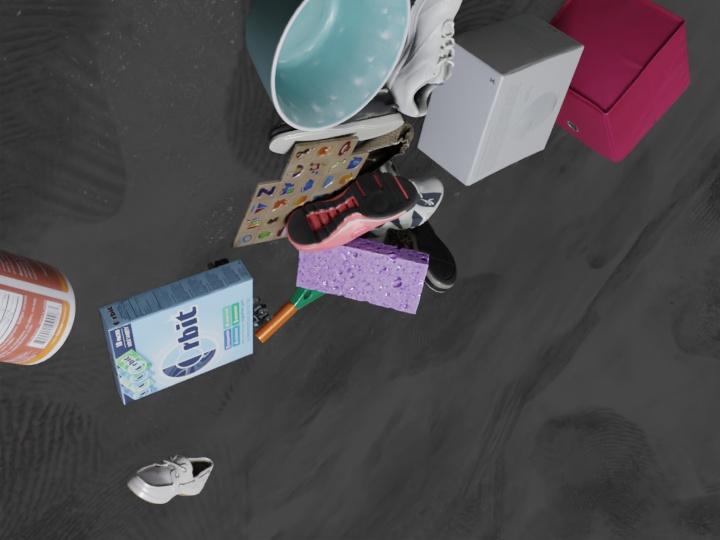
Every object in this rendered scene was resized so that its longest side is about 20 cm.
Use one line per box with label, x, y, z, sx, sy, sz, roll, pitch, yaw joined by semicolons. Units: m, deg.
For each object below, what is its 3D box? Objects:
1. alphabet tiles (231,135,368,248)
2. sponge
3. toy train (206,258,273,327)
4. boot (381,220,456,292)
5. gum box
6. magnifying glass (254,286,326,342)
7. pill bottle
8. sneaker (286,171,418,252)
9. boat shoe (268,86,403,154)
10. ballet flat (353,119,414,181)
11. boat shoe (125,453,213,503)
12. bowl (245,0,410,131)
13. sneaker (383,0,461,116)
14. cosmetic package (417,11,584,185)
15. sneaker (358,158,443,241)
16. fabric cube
alphabet tiles;-0.079;-0.108;1.133;0.167;0.008;0.200;-14;151;-36
sponge;0.000;0.000;1.277;0.030;0.199;0.112;-77;179;-45
toy train;-0.182;0.038;1.218;0.046;0.034;0.200;-34;151;-4
boot;0.077;0.004;1.381;0.073;0.204;0.154;13;124;-32
gum box;-0.246;0.086;1.135;0.199;0.045;0.170;-20;144;-24
magnifying glass;-0.096;0.042;1.361;0.200;0.022;0.080;-45;153;-10
pill bottle;-0.392;0.027;0.814;0.112;0.112;0.200;-51;152;6
sneaker;-0.014;-0.081;1.193;0.199;0.074;0.087;-21;166;-8
boat shoe;-0.036;-0.202;1.087;0.199;0.061;0.074;-17;173;-25
ballet flat;0.001;-0.154;1.212;0.200;0.046;0.067;-38;152;-14
boat shoe;-0.314;0.337;1.378;0.069;0.071;0.200;-52;161;6
bowl;-0.051;-0.270;0.927;0.201;0.105;0.201;-35;150;-24
sneaker;0.099;-0.302;1.123;0.074;0.087;0.201;-8;132;-48
cosmetic package;0.214;-0.270;1.289;0.200;0.123;0.200;-28;147;-36
sneaker;0.064;-0.130;1.300;0.198;0.080;0.130;-20;152;-26
fabric cube;0.421;-0.344;1.414;0.200;0.196;0.199;-49;153;4
